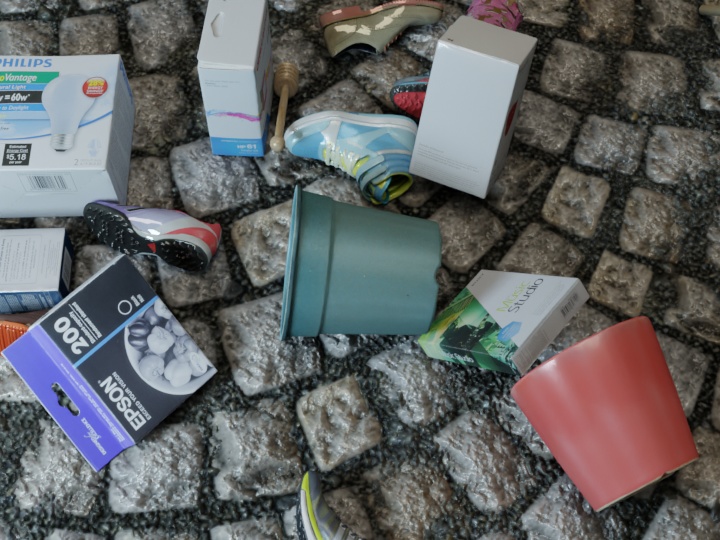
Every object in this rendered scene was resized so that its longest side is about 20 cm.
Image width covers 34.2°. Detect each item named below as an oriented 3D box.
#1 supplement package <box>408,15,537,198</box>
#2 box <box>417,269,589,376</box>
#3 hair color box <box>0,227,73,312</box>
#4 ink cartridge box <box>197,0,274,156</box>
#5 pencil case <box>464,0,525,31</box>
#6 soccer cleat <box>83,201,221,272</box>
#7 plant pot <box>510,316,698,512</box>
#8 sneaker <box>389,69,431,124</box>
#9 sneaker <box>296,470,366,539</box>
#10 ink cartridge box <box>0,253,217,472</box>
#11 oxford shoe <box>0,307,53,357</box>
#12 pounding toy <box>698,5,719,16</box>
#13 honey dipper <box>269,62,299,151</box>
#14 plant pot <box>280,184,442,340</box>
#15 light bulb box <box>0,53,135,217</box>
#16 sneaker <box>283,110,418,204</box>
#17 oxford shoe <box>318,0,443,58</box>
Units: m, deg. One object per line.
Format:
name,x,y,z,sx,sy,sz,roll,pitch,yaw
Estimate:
supplement package,0.156,-0.227,1.623,0.118,0.203,0.121,19,33,12
box,0.179,0.062,1.498,0.144,0.199,0.037,-46,113,-22
hair color box,-0.498,0.001,1.598,0.196,0.061,0.102,-1,60,-1
ink cartridge box,-0.174,-0.281,1.673,0.083,0.201,0.147,3,60,3
pencil case,0.191,-0.355,1.736,0.083,0.087,0.201,40,32,-10
soccer cleat,-0.290,-0.059,1.635,0.197,0.069,0.074,17,43,11
plant pot,0.307,0.181,1.423,0.198,0.201,0.179,-24,73,-13
sneaker,0.138,-0.273,1.750,0.196,0.080,0.096,-2,45,-7
sneaker,-0.025,0.334,1.405,0.080,0.074,0.203,-15,68,-15
ink cartridge box,-0.318,0.117,1.492,0.200,0.043,0.199,-41,98,-20
oxford shoe,-0.413,0.082,1.556,0.196,0.072,0.073,10,43,-1
pounding toy,0.613,-0.361,1.736,0.140,0.185,0.203,8,60,-8
honey dipper,-0.114,-0.235,1.706,0.037,0.038,0.202,1,42,1
plant pot,0.000,0.000,1.527,0.192,0.201,0.203,6,60,-5
light bulb box,-0.433,-0.192,1.671,0.194,0.125,0.203,-1,61,0
sneaker,-0.012,-0.156,1.672,0.196,0.080,0.132,-2,59,0
oxford shoe,0.037,-0.372,1.812,0.196,0.071,0.075,-11,86,-6
